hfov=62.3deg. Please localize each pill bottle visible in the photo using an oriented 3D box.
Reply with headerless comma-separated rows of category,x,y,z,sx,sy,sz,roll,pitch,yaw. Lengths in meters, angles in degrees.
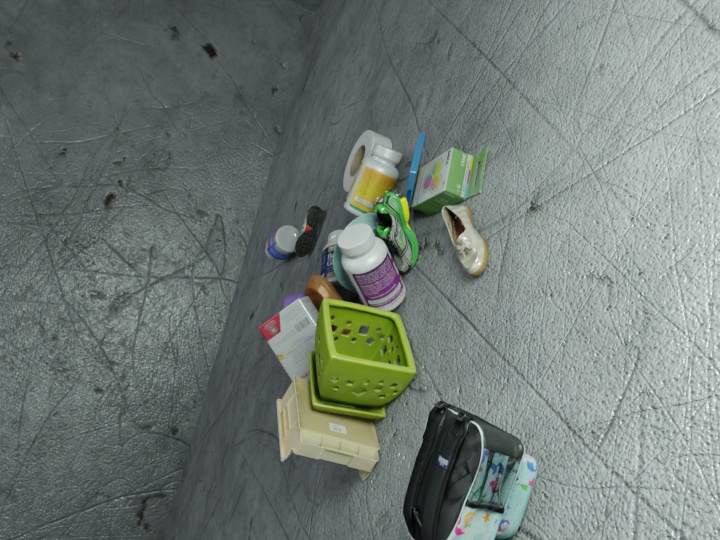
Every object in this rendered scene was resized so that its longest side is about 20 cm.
pill bottle,0.039,-0.248,1.668,0.202,0.112,0.113,-66,22,14
pill bottle,-0.059,-0.016,1.718,0.111,0.110,0.202,-49,30,44
pill bottle,0.023,-0.006,1.363,0.111,0.201,0.113,-17,38,14
pill bottle,-0.325,-0.106,2.451,0.200,0.111,0.113,-27,48,60

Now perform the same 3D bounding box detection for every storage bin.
storage bin,-0.073,0.353,1.328,0.094,0.198,0.199,-58,24,23

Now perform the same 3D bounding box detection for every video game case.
video game case,0.122,-0.200,1.408,0.201,0.018,0.144,96,-173,-49

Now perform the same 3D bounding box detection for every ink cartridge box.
ink cartridge box,0.193,-0.202,1.320,0.200,0.059,0.105,-20,54,64
ink cartridge box,-0.154,0.192,1.597,0.147,0.201,0.086,-34,-3,11

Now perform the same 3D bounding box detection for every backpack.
backpack,0.150,0.316,0.871,0.202,0.150,0.177,-66,18,-7

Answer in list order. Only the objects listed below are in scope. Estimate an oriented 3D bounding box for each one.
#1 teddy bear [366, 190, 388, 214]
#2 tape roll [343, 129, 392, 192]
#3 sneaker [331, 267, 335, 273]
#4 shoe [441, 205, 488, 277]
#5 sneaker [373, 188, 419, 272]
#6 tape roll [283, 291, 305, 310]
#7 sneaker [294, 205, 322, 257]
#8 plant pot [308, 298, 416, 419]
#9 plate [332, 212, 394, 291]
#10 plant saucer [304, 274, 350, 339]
teddy bear,0.056,-0.124,1.519,0.200,0.066,0.147,-32,-64,-61
tape roll,0.020,-0.327,1.840,0.203,0.070,0.204,-51,28,41
sneaker,0.000,0.000,1.524,0.082,0.070,0.200,-53,-20,5
shoe,0.203,-0.064,1.189,0.070,0.053,0.201,-56,26,34
sneaker,0.074,-0.082,1.377,0.085,0.202,0.078,-35,30,-31
tape roll,-0.168,0.166,1.746,0.200,0.065,0.203,-11,-90,-83
sneaker,-0.191,-0.147,2.239,0.093,0.070,0.202,-95,24,-82
plant pot,-0.013,0.205,1.316,0.200,0.198,0.183,-104,31,-55
plate,0.022,-0.039,1.440,0.026,0.199,0.202,30,101,49
plant saucer,-0.095,0.110,1.634,0.200,0.037,0.201,42,148,34
